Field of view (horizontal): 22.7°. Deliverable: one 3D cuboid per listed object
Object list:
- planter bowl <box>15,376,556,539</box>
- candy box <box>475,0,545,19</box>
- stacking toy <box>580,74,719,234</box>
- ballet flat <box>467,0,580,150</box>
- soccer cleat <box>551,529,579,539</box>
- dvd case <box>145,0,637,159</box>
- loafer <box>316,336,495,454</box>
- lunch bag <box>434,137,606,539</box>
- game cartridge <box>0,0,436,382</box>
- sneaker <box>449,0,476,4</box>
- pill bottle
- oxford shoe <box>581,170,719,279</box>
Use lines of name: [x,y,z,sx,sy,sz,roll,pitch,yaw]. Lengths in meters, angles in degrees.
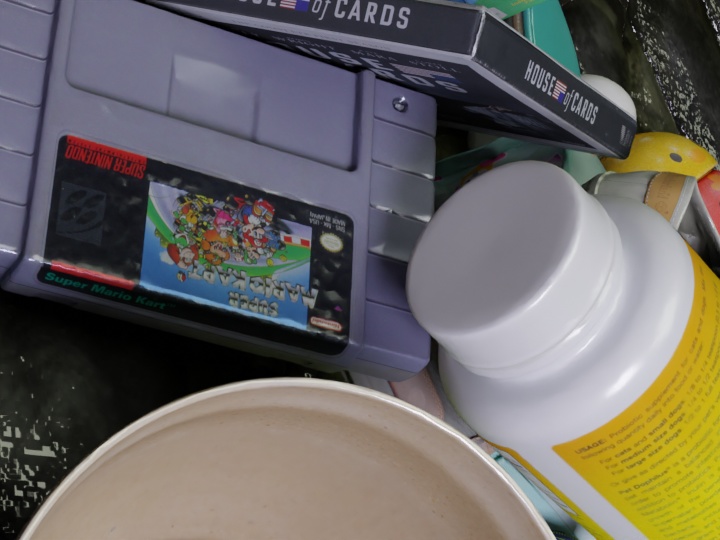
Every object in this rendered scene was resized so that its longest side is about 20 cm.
planter bowl: [-0.040,0.144,0.584,0.200,0.135,0.200,5,76,-22]
candy box: [0.039,-0.199,0.859,0.200,0.169,0.077,27,51,-48]
stacking toy: [0.179,-0.031,1.061,0.200,0.146,0.146,53,34,1]
ballet flat: [0.098,-0.061,0.977,0.068,0.068,0.200,-29,99,-59]
soccer cleat: [0.084,0.210,0.789,0.065,0.084,0.200,-41,130,-64]
dvd case: [0.021,-0.089,0.775,0.200,0.150,0.025,16,87,-64]
loafer: [0.000,0.000,0.766,0.063,0.072,0.200,-13,68,-18]
lunch bag: [0.089,0.055,0.866,0.170,0.122,0.200,49,34,-33]
game cartridge: [-0.062,-0.036,0.688,0.200,0.038,0.130,15,56,-24]
sneaker: [-0.029,-0.152,0.753,0.076,0.200,0.105,-55,145,0]
pill bottle: [0.105,0.045,0.708,0.200,0.109,0.109,43,44,-37]
oxford shoe: [0.162,0.036,0.824,0.200,0.058,0.075,59,36,-26]
